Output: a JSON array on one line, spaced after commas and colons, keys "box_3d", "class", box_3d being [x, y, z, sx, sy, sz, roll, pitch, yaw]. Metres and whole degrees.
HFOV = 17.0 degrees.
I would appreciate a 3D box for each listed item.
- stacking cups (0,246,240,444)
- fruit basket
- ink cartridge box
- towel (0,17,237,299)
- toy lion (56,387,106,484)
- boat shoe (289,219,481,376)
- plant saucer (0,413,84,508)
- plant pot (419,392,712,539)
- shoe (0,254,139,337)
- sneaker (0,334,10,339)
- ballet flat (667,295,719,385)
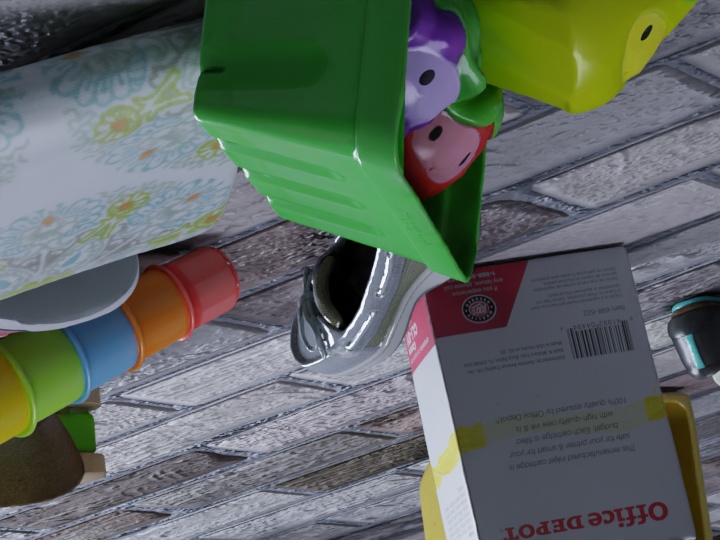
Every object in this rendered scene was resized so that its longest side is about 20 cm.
[{"box_3d": [-0.153, 0.037, 1.327, 0.200, 0.061, 0.060, -32, 178, -35], "class": "stacking cups"}, {"box_3d": [0.049, -0.090, 0.999, 0.214, 0.157, 0.216, 6, 167, 1], "class": "fruit basket"}, {"box_3d": [0.118, 0.099, 1.561, 0.144, 0.201, 0.083, -7, 164, -15], "class": "ink cartridge box"}, {"box_3d": [-0.137, -0.047, 1.109, 0.170, 0.048, 0.200, -21, 164, -17], "class": "towel"}, {"box_3d": [-0.298, 0.120, 1.601, 0.191, 0.069, 0.199, -16, 165, 40], "class": "toy lion"}, {"box_3d": [0.001, 0.001, 1.384, 0.064, 0.075, 0.202, 3, 155, -26], "class": "boat shoe"}, {"box_3d": [-0.254, 0.083, 1.390, 0.199, 0.036, 0.200, 13, -167, -3], "class": "plant saucer"}, {"box_3d": [0.159, 0.219, 2.042, 0.193, 0.197, 0.199, 2, 166, -40], "class": "plant pot"}, {"box_3d": [-0.217, 0.009, 1.256, 0.199, 0.072, 0.091, -4, 165, -9], "class": "shoe"}, {"box_3d": [-0.205, 0.049, 1.366, 0.199, 0.082, 0.077, 0, 160, -36], "class": "sneaker"}, {"box_3d": [0.299, 0.063, 1.809, 0.199, 0.069, 0.068, 4, 157, -45], "class": "ballet flat"}]
